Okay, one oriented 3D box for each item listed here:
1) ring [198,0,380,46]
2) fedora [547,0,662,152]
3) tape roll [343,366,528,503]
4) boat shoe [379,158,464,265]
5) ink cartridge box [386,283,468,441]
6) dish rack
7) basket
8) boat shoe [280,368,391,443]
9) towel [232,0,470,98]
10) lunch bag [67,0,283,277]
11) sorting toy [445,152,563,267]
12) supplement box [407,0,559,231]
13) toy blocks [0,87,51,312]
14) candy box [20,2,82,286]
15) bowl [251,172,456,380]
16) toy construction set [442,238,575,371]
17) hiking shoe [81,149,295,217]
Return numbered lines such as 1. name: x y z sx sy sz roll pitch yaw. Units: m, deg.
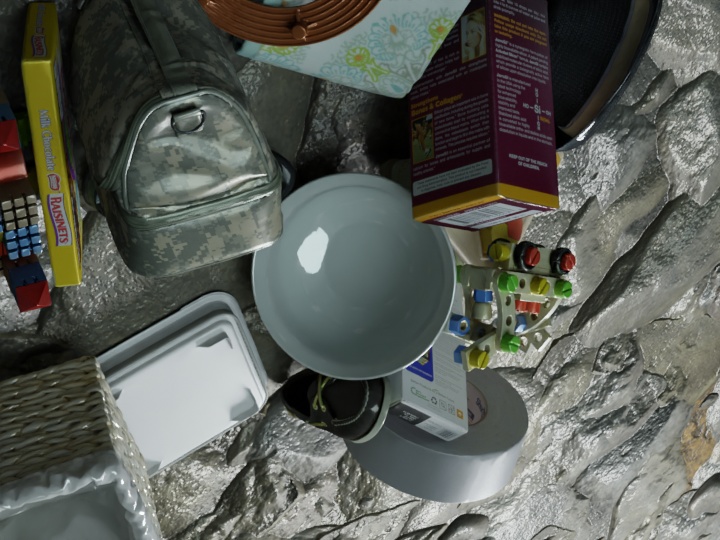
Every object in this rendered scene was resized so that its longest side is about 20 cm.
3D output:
1. ring: -0.067 -0.260 0.906 0.199 0.019 0.201 5 129 6
2. fedora: 0.210 -0.220 1.150 0.091 0.201 0.201 26 107 -10
3. tape roll: 0.081 0.163 1.290 0.200 0.200 0.066 -6 124 -33
4. boat shoe: 0.087 -0.056 1.239 0.201 0.063 0.073 41 69 -53
5. ink cartridge box: 0.067 0.071 1.229 0.094 0.201 0.037 29 137 -32
6. dish rack: -0.187 0.129 1.181 0.199 0.044 0.172 -30 135 -14
7. basket: -0.288 0.208 1.050 0.199 0.161 0.199 -17 132 -4
8. boat shoe: -0.028 0.133 1.203 0.060 0.201 0.072 21 77 -18
9. towel: 0.006 -0.236 0.982 0.170 0.048 0.200 14 135 -25
10. lunch bag: -0.149 -0.122 0.903 0.139 0.200 0.168 -14 137 -15
11. sorting toy: 0.145 -0.096 1.211 0.186 0.036 0.200 -61 142 -17
12. supplement box: 0.109 -0.147 1.067 0.085 0.110 0.201 8 75 -41
13. toy blocks: -0.283 -0.059 0.894 0.100 0.137 0.201 -15 129 -22
14. candy box: -0.241 -0.097 0.926 0.026 0.102 0.201 -6 127 -11
15. bowl: 0.000 0.000 1.154 0.202 0.201 0.090 -58 176 14
16. toy construction set: 0.158 0.036 1.194 0.200 0.092 0.132 6 93 -60
17. hiking shoe: -0.137 -0.060 1.031 0.199 0.101 0.076 -9 127 -31
